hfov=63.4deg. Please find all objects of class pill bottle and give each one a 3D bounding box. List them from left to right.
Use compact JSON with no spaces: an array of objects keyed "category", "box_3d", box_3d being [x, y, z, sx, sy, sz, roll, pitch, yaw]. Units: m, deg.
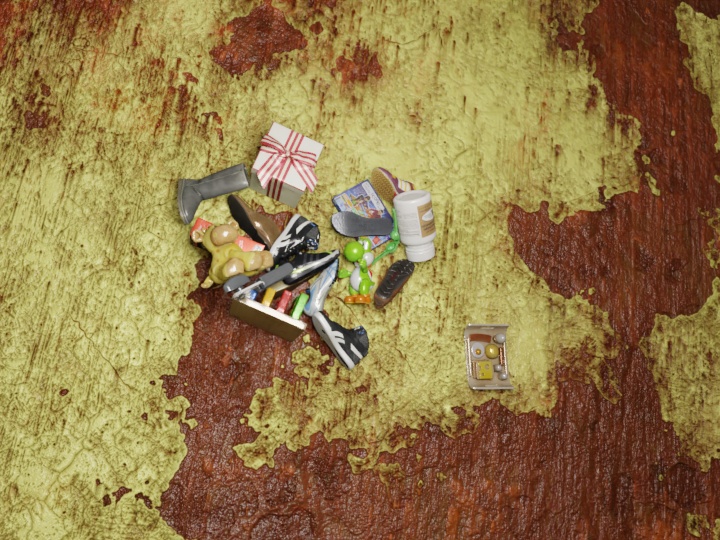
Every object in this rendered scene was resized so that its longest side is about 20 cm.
[{"category":"pill bottle","box_3d":[0.170,-0.134,1.774,0.114,0.114,0.200,-20,114,-19]}]

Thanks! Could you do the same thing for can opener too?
[{"category":"can opener","box_3d":[-0.256,0.022,1.496,0.200,0.053,0.067,-26,86,-45]}]

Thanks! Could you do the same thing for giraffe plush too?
[{"category":"giraffe plush","box_3d":[-0.351,-0.055,1.541,0.173,0.200,0.162,-13,83,-60]}]

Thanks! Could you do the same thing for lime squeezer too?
[{"category":"lime squeezer","box_3d":[0.087,-0.095,1.779,0.071,0.038,0.200,15,114,-19]}]

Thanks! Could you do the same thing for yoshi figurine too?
[{"category":"yoshi figurine","box_3d":[-0.015,-0.002,1.723,0.112,0.112,0.200,4,83,7]}]

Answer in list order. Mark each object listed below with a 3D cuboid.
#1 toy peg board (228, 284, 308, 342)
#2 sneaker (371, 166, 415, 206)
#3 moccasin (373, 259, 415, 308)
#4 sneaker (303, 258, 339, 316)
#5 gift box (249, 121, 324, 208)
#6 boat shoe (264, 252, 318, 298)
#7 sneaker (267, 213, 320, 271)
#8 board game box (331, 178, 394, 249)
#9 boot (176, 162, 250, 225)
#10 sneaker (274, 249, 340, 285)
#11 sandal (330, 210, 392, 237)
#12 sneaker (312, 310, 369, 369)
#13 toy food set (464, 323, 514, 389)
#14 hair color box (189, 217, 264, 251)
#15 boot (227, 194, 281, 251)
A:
[{"category":"toy peg board","box_3d":[-0.243,0.099,1.597,0.199,0.200,0.098,25,68,-8]},{"category":"sneaker","box_3d":[0.117,-0.260,1.844,0.200,0.075,0.090,47,50,-17]},{"category":"moccasin","box_3d":[0.103,0.040,1.772,0.074,0.078,0.201,26,52,8]},{"category":"sneaker","box_3d":[-0.115,0.042,1.715,0.072,0.072,0.200,23,67,4]},{"category":"gift box","box_3d":[-0.217,-0.293,1.701,0.184,0.187,0.200,19,72,-10]},{"category":"boat shoe","box_3d":[-0.201,0.018,1.699,0.200,0.073,0.063,-31,81,-30]},{"category":"sneaker","box_3d":[-0.186,-0.067,1.703,0.112,0.073,0.200,24,70,11]},{"category":"board game box","box_3d":[0.019,-0.169,1.816,0.135,0.034,0.200,-30,87,-19]},{"category":"boot","box_3d":[-0.413,-0.219,1.651,0.200,0.073,0.182,-9,57,-5]},{"category":"sneaker","box_3d":[-0.148,-0.032,1.658,0.200,0.072,0.083,-26,79,-29]},{"category":"sandal","box_3d":[0.000,-0.133,1.768,0.200,0.043,0.076,7,84,-24]},{"category":"sneaker","box_3d":[-0.049,0.175,1.684,0.112,0.073,0.200,-40,110,-24]},{"category":"toy food set","box_3d":[0.403,0.266,1.807,0.143,0.060,0.200,2,76,-15]},{"category":"hair color box","box_3d":[-0.378,-0.072,1.651,0.200,0.102,0.061,23,73,-9]},{"category":"boot","box_3d":[-0.310,-0.147,1.713,0.075,0.074,0.200,-42,97,-35]}]
